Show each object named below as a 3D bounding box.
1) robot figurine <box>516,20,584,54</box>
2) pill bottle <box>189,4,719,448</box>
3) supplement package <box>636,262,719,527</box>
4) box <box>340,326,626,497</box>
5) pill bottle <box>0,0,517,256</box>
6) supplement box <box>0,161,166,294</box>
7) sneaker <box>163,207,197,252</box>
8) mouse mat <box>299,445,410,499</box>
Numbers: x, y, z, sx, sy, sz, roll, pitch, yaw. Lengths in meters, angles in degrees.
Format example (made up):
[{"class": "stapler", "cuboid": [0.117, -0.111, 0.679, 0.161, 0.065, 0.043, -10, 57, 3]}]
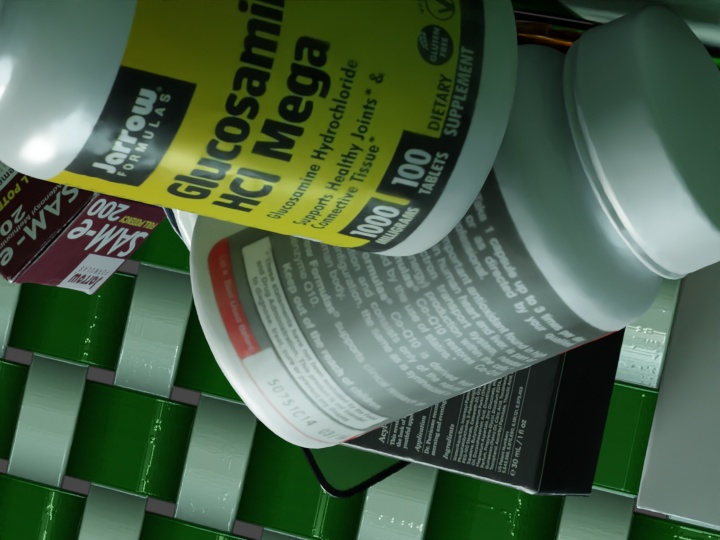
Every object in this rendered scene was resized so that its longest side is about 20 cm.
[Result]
[{"class": "robot figurine", "cuboid": [0.069, -0.075, 0.996, 0.199, 0.058, 0.145, 12, 177, 4]}, {"class": "pill bottle", "cuboid": [0.044, -0.016, 0.888, 0.199, 0.114, 0.114, -24, 162, 27]}, {"class": "supplement package", "cuboid": [0.236, 0.034, 1.131, 0.155, 0.201, 0.111, 12, 179, 18]}, {"class": "box", "cuboid": [0.056, -0.004, 1.119, 0.141, 0.201, 0.079, 12, 180, 26]}, {"class": "pill bottle", "cuboid": [-0.058, -0.076, 0.769, 0.199, 0.113, 0.112, 12, 180, -26]}, {"class": "supplement box", "cuboid": [-0.186, -0.080, 1.065, 0.200, 0.061, 0.109, 46, -173, 11]}, {"class": "sneaker", "cuboid": [-0.051, -0.024, 1.053, 0.080, 0.147, 0.200, -13, 145, 0]}, {"class": "mouse mat", "cuboid": [0.000, 0.000, 1.211, 0.161, 0.201, 0.008, -27, -178, -33]}]
